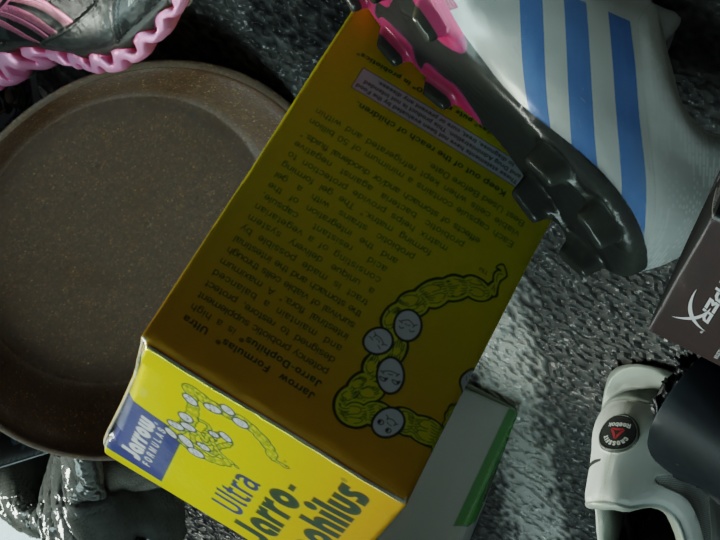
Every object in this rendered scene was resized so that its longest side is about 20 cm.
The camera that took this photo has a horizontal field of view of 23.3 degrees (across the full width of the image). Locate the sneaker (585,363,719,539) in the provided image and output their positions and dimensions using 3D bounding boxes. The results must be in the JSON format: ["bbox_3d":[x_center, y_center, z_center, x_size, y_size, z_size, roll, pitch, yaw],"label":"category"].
[{"bbox_3d":[0.160,0.142,0.866,0.074,0.089,0.200,-3,138,41],"label":"sneaker"}]

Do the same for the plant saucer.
[{"bbox_3d":[-0.104,-0.007,0.807,0.201,0.200,0.037,56,174,-37],"label":"plant saucer"}]

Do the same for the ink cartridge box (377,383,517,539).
[{"bbox_3d":[0.011,0.161,0.965,0.083,0.147,0.201,23,150,9],"label":"ink cartridge box"}]

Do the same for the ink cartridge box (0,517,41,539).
[{"bbox_3d":[-0.195,0.138,1.059,0.147,0.200,0.086,34,107,-6],"label":"ink cartridge box"}]

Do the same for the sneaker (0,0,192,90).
[{"bbox_3d":[-0.135,-0.132,0.717,0.199,0.079,0.095,-9,140,46],"label":"sneaker"}]

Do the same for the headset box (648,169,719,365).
[{"bbox_3d":[0.211,-0.009,0.533,0.199,0.149,0.075,26,151,7],"label":"headset box"}]

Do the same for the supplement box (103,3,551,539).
[{"bbox_3d":[0.000,0.000,0.681,0.109,0.201,0.109,31,151,0],"label":"supplement box"}]

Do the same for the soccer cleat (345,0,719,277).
[{"bbox_3d":[0.062,-0.090,0.636,0.201,0.086,0.070,52,164,8],"label":"soccer cleat"}]

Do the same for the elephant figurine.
[{"bbox_3d":[-0.131,0.108,0.939,0.154,0.200,0.143,13,128,16],"label":"elephant figurine"}]

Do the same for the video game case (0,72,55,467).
[{"bbox_3d":[-0.201,-0.004,0.789,0.023,0.181,0.202,-7,93,31],"label":"video game case"}]

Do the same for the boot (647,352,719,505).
[{"bbox_3d":[0.222,0.101,0.759,0.168,0.077,0.200,41,-167,31],"label":"boot"}]
